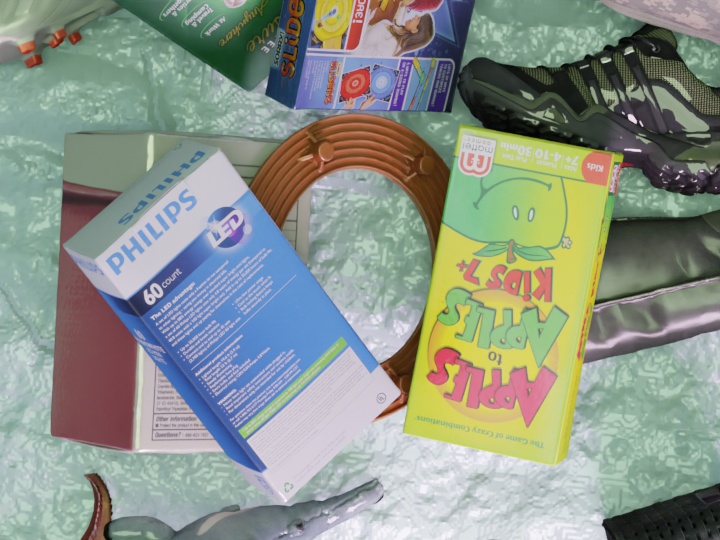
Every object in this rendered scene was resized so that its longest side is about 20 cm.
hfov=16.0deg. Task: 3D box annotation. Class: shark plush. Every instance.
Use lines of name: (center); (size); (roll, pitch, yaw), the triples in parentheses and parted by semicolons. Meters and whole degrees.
shark plush: (-0.071, 0.193, 1.664); (0.200, 0.083, 0.091); (-10, 93, -24)

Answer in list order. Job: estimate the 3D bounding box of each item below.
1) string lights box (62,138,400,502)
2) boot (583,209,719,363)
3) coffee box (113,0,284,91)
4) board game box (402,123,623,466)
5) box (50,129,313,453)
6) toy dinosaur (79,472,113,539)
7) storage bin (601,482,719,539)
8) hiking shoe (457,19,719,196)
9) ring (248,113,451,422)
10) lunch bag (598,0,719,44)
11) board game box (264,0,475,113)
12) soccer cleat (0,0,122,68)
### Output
string lights box: (-0.076, 0.030, 1.550); (0.103, 0.059, 0.200); (-42, 113, -14)
boot: (0.201, 0.040, 1.676); (0.200, 0.073, 0.182); (-13, 77, -6)
coffee box: (-0.096, -0.203, 1.614); (0.123, 0.200, 0.044); (-43, 46, 17)
board game box: (0.097, 0.015, 1.633); (0.101, 0.048, 0.200); (11, 94, 12)
box: (-0.115, 0.013, 1.636); (0.128, 0.109, 0.200); (3, 91, -37)
toy dinosaur: (-0.227, 0.263, 1.702); (0.181, 0.105, 0.200); (-18, 57, 10)
storage bin: (0.230, 0.246, 1.646); (0.094, 0.135, 0.200); (-17, 91, 1)
hiking shoe: (0.164, -0.117, 1.681); (0.200, 0.076, 0.101); (16, 75, -2)
ring: (0.000, 0.000, 1.644); (0.200, 0.019, 0.201); (-2, 93, -37)
lunch bag: (0.230, -0.222, 1.609); (0.200, 0.164, 0.118); (18, 68, -4)
board game box: (0.020, -0.200, 1.627); (0.135, 0.034, 0.200); (-1, 111, -40)
soccer cleat: (-0.194, -0.191, 1.681); (0.200, 0.069, 0.078); (-27, 86, -6)
